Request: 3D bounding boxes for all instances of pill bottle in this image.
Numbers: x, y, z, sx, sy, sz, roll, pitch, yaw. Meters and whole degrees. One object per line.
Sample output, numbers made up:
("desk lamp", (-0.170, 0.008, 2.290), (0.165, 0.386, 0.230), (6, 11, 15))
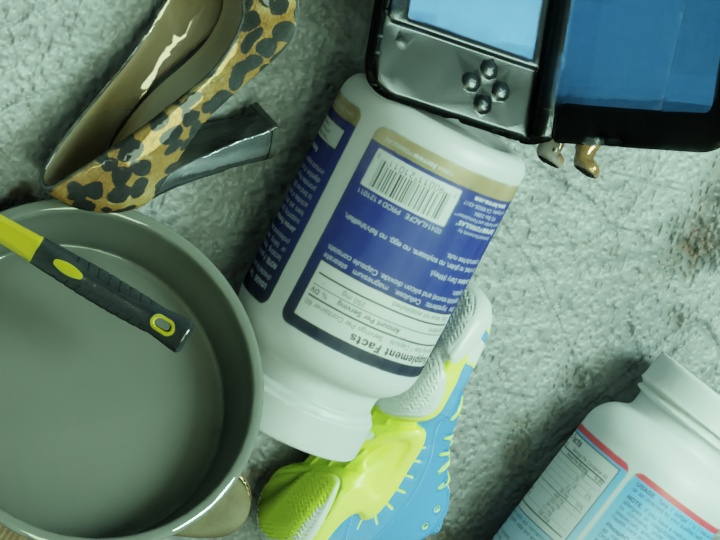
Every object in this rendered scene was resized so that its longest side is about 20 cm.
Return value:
("pill bottle", (0.158, 0.154, 1.758), (0.109, 0.109, 0.200), (36, 93, -34))
("pill bottle", (0.000, 0.000, 1.606), (0.115, 0.116, 0.201), (22, 102, -32))

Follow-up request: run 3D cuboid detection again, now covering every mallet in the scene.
("mallet", (-0.174, -0.024, 1.511), (0.199, 0.041, 0.066), (24, 90, -7))

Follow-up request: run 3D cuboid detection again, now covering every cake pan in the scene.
("cake pan", (-0.152, 0.060, 1.538), (0.199, 0.037, 0.201), (8, 66, -18))

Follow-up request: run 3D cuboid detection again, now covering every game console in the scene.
("game console", (0.114, -0.176, 1.541), (0.175, 0.116, 0.201), (16, 78, -30))

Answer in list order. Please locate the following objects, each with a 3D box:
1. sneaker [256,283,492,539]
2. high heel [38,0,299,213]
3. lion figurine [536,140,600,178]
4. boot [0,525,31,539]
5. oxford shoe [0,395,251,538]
("sneaker", (0.025, 0.098, 1.697), (0.200, 0.076, 0.105), (-50, 136, 10))
("high heel", (-0.107, -0.124, 1.516), (0.142, 0.071, 0.201), (-18, 128, -29))
("lion figurine", (0.113, -0.135, 1.630), (0.200, 0.072, 0.123), (34, 82, -28))
("boot", (-0.282, 0.160, 1.571), (0.154, 0.074, 0.200), (24, 112, -20))
("oxford shoe", (-0.138, 0.117, 1.613), (0.200, 0.075, 0.071), (23, 100, -32))
